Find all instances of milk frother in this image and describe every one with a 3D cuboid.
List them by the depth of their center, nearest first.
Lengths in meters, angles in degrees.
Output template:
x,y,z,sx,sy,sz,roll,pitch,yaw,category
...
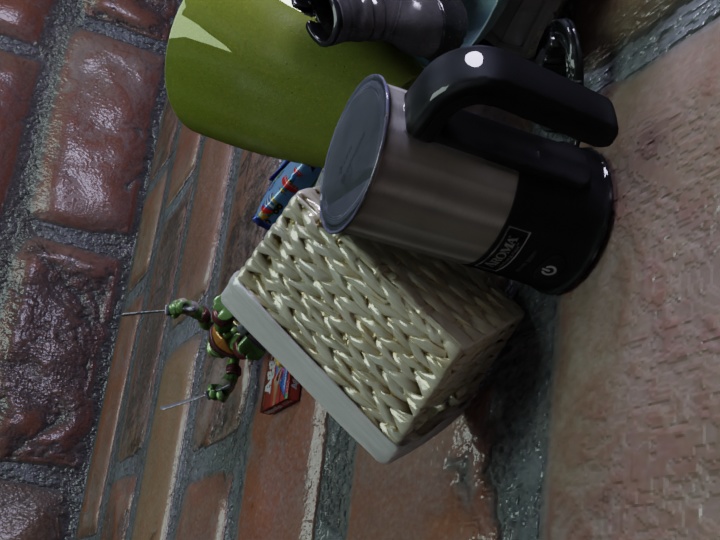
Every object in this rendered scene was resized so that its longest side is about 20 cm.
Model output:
x,y,z,sx,sy,sz,roll,pitch,yaw,category
0.083,-0.108,0.761,0.200,0.187,0.181,-104,36,-52,milk frother

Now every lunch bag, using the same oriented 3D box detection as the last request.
x,y,z,sx,sy,sz,roll,pitch,yaw,category
-0.046,-0.141,1.269,0.151,0.094,0.200,-47,21,29,lunch bag

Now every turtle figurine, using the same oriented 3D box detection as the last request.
x,y,z,sx,sy,sz,roll,pitch,yaw,category
-0.215,0.108,1.395,0.194,0.199,0.145,145,125,-59,turtle figurine

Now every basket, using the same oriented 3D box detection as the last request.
x,y,z,sx,sy,sz,roll,pitch,yaw,category
0.012,0.029,0.808,0.200,0.135,0.124,42,121,18,basket

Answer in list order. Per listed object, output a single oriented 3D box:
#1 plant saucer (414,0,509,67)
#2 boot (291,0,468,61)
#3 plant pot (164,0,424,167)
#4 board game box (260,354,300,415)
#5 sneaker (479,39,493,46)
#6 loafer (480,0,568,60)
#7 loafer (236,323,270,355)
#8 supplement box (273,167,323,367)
x,y,z,sx,sy,sz,roll,pitch,yaw,category
0.093,-0.267,0.844,0.201,0.039,0.202,-176,90,-66,plant saucer
0.001,-0.247,0.836,0.200,0.131,0.070,-113,36,-47,boot
-0.038,-0.168,0.899,0.200,0.187,0.188,31,110,25,plant pot
-0.095,0.084,1.334,0.103,0.019,0.201,142,138,-60,board game box
0.120,-0.249,0.920,0.201,0.079,0.079,-68,30,30,sneaker
0.156,-0.275,0.832,0.201,0.070,0.070,-66,-11,21,loafer
-0.072,0.037,1.250,0.200,0.063,0.072,-38,7,34,loafer
0.000,0.000,0.984,0.103,0.130,0.201,-115,45,-60,supplement box
